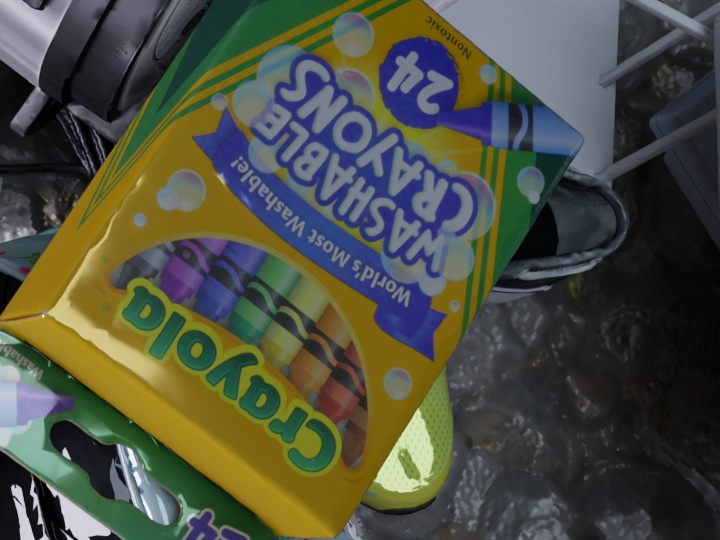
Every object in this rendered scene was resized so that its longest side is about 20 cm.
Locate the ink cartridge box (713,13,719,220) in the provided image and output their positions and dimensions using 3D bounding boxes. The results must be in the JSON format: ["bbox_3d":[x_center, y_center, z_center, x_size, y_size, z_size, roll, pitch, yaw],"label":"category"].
[{"bbox_3d":[0.213,-0.013,1.055,0.147,0.086,0.200,-21,121,-29],"label":"ink cartridge box"}]

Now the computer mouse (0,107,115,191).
[{"bbox_3d":[-0.173,-0.037,1.076,0.200,0.044,0.110,-6,89,-22],"label":"computer mouse"}]

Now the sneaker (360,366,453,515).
[{"bbox_3d":[0.000,0.000,1.115,0.078,0.090,0.200,-14,92,-22],"label":"sneaker"}]

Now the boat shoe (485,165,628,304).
[{"bbox_3d":[0.019,-0.022,1.025,0.199,0.068,0.074,13,71,-42],"label":"boat shoe"}]

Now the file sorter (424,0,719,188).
[{"bbox_3d":[0.081,-0.153,1.096,0.139,0.124,0.200,23,58,-30],"label":"file sorter"}]

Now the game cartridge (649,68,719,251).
[{"bbox_3d":[0.227,-0.061,1.157,0.200,0.041,0.133,-37,103,-20],"label":"game cartridge"}]

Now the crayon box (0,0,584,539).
[{"bbox_3d":[-0.029,-0.001,0.933,0.126,0.052,0.200,38,72,-18],"label":"crayon box"}]

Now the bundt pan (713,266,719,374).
[{"bbox_3d":[0.238,0.027,1.212,0.202,0.076,0.202,2,85,-20],"label":"bundt pan"}]

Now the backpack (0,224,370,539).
[{"bbox_3d":[-0.099,0.082,1.027,0.150,0.177,0.200,-24,91,-45],"label":"backpack"}]

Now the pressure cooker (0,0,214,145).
[{"bbox_3d":[-0.089,-0.155,1.031,0.200,0.176,0.179,38,59,1],"label":"pressure cooker"}]
